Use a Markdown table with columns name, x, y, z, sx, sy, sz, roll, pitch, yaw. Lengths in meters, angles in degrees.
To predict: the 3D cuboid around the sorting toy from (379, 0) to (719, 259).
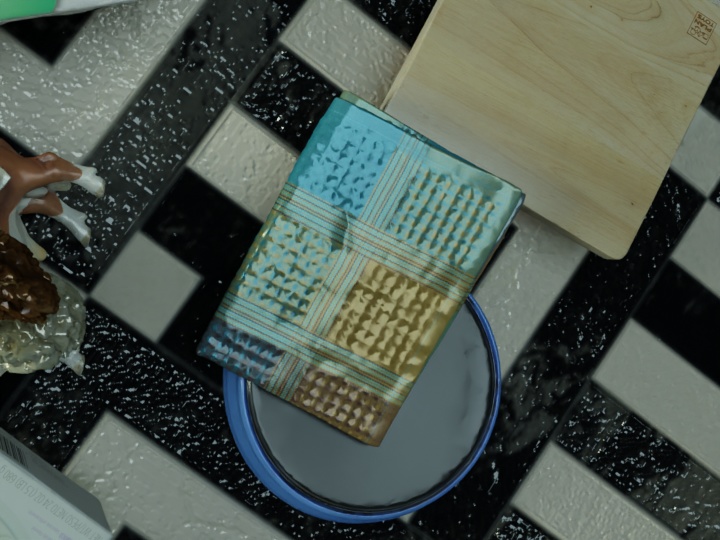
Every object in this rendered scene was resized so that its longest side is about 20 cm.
| name | x | y | z | sx | sy | sz | roll | pitch | yaw |
| --- | --- | --- | --- | --- | --- | --- | --- | --- | --- |
| sorting toy | 0.134 | -0.139 | 0.972 | 0.200 | 0.070 | 0.199 | 30 | 82 | -12 |

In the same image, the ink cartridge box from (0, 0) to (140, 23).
| name | x | y | z | sx | sy | sz | roll | pitch | yaw |
| --- | --- | --- | --- | --- | --- | --- | --- | --- | --- |
| ink cartridge box | -0.207 | -0.250 | 0.799 | 0.161 | 0.050 | 0.200 | -13 | 114 | -18 |

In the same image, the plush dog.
| name | x | y | z | sx | sy | sz | roll | pitch | yaw |
| --- | --- | --- | --- | --- | --- | --- | --- | --- | --- |
| plush dog | -0.256 | -0.003 | 0.743 | 0.200 | 0.172 | 0.161 | -11 | 96 | -14 |

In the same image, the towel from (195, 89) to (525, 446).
| name | x | y | z | sx | sy | sz | roll | pitch | yaw |
| --- | --- | --- | --- | --- | --- | --- | --- | --- | --- |
| towel | 0.000 | 0.000 | 0.904 | 0.147 | 0.022 | 0.200 | 29 | 92 | -11 |

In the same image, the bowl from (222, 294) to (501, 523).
| name | x | y | z | sx | sy | sz | roll | pitch | yaw |
| --- | --- | --- | --- | --- | --- | --- | --- | --- | --- |
| bowl | 0.005 | 0.077 | 0.948 | 0.200 | 0.039 | 0.201 | 0 | 88 | -15 |

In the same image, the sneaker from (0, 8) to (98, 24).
| name | x | y | z | sx | sy | sz | roll | pitch | yaw |
| --- | --- | --- | --- | --- | --- | --- | --- | --- | --- |
| sneaker | -0.216 | -0.206 | 0.865 | 0.200 | 0.074 | 0.081 | -20 | 133 | -16 |

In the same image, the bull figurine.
| name | x | y | z | sx | sy | sz | roll | pitch | yaw |
| --- | --- | --- | --- | --- | --- | --- | --- | --- | --- |
| bull figurine | -0.237 | 0.011 | 0.875 | 0.121 | 0.065 | 0.200 | 8 | 90 | -19 |

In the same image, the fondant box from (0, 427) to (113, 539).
| name | x | y | z | sx | sy | sz | roll | pitch | yaw |
| --- | --- | --- | --- | --- | --- | --- | --- | --- | --- |
| fondant box | -0.272 | 0.188 | 0.833 | 0.200 | 0.058 | 0.144 | -48 | 115 | -1 |
